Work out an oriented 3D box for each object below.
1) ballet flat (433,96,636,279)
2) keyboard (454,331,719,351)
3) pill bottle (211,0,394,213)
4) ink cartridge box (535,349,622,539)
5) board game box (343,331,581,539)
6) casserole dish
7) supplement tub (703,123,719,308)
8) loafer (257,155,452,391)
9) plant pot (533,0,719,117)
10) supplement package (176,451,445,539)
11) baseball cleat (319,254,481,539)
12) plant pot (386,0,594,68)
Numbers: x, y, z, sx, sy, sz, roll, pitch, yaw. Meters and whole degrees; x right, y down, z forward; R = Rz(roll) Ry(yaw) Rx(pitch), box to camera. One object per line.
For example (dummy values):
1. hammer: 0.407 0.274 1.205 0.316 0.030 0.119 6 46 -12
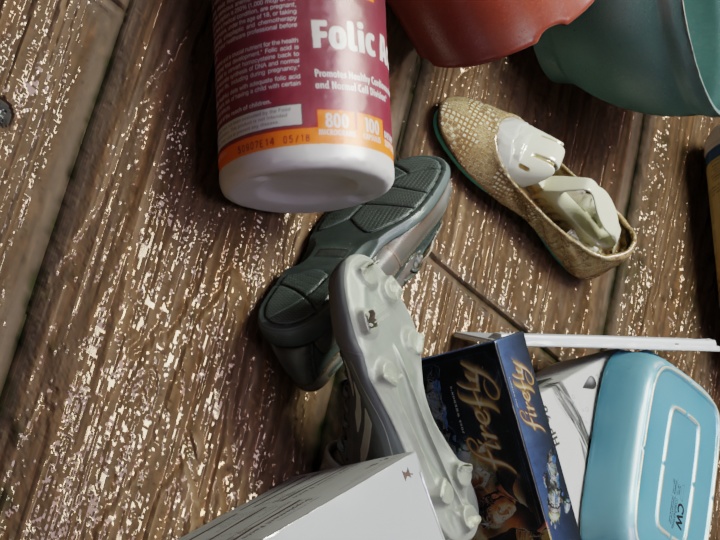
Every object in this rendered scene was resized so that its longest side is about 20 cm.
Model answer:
1. ballet flat: 0.137 -0.068 1.705 0.200 0.065 0.071 40 51 -33
2. keyboard: 0.165 0.051 1.664 0.200 0.056 0.011 3 88 -30
3. pill bottle: -0.039 -0.147 1.495 0.114 0.114 0.200 12 70 -46
4. ink cartridge box: 0.126 0.141 1.623 0.200 0.067 0.116 -24 97 -50
5. board game box: 0.073 0.152 1.509 0.035 0.135 0.200 -15 88 -49
6. casserole dish: 0.212 0.147 1.640 0.121 0.039 0.200 36 55 -38
7. supplement tub: 0.360 -0.024 1.882 0.145 0.145 0.200 11 69 -46
8. loafer: 0.000 0.000 1.540 0.200 0.072 0.063 -48 133 -37
9. plant pot: 0.203 -0.209 1.753 0.200 0.134 0.201 -5 90 -68
10. supplement package: -0.017 0.234 1.399 0.156 0.111 0.200 -24 96 -49
11. baseball cleat: 0.003 0.092 1.469 0.070 0.106 0.200 -28 99 -53
12. plant pot: 0.070 -0.261 1.610 0.201 0.201 0.195 -53 125 -43
